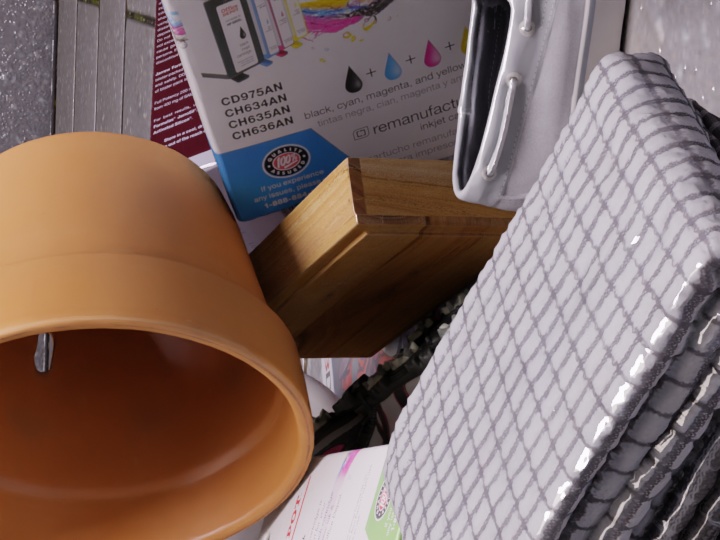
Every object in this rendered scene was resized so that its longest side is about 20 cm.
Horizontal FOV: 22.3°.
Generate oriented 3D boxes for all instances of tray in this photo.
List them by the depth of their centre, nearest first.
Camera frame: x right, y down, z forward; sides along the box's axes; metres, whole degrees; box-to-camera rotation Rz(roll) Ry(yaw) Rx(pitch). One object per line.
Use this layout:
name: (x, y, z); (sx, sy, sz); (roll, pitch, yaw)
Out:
tray: (0.000, 0.000, 0.909); (0.200, 0.098, 0.037); (141, 125, -59)

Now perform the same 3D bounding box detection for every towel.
towel: (0.088, 0.044, 0.625); (0.201, 0.085, 0.166); (-63, 18, 21)

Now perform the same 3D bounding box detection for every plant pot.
plant pot: (-0.126, 0.030, 0.864); (0.200, 0.199, 0.140); (110, 159, -49)

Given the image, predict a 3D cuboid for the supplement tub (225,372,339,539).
supplement tub: (-0.066, 0.169, 1.074); (0.146, 0.145, 0.201); (-107, 11, -46)

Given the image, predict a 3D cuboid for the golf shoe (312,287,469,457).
golf shoe: (0.037, 0.076, 0.908); (0.088, 0.077, 0.200); (47, 138, 2)

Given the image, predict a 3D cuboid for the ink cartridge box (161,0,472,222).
ink cartridge box: (-0.027, -0.159, 0.864); (0.145, 0.147, 0.201); (-109, 2, -49)

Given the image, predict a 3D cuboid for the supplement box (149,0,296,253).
supplement box: (-0.067, -0.097, 1.042); (0.109, 0.061, 0.201); (52, -154, -45)

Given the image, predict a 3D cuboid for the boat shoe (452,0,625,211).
boat shoe: (0.069, -0.124, 0.778); (0.072, 0.068, 0.201); (-138, 50, -69)

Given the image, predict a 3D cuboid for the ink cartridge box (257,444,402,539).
ink cartridge box: (0.005, 0.145, 0.818); (0.200, 0.067, 0.118); (158, 130, -69)

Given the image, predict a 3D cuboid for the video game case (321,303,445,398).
video game case: (0.009, 0.023, 1.069); (0.200, 0.023, 0.183); (132, 136, -66)
